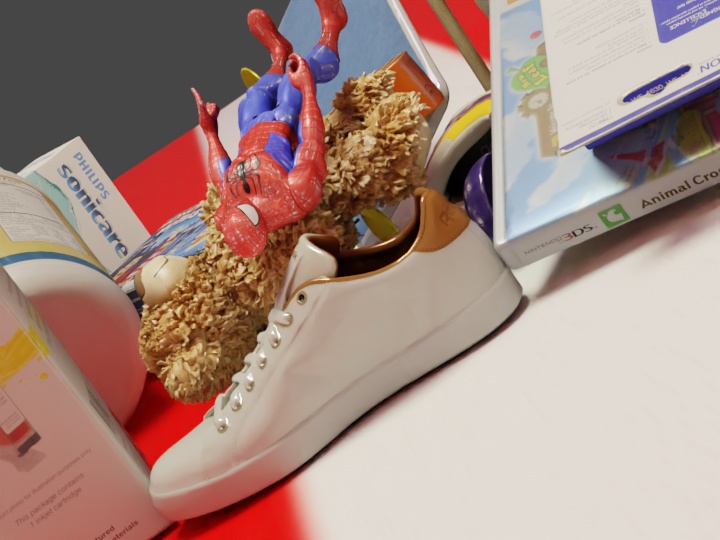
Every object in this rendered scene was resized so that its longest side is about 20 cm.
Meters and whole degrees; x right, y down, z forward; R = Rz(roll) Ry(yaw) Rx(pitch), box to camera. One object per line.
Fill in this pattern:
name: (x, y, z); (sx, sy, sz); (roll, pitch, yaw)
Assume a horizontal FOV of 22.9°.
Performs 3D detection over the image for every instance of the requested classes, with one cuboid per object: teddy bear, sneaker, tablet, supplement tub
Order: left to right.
supplement tub: (-0.230, 0.023, 1.100); (0.144, 0.145, 0.200); (-37, 39, -8)
teddy bear: (-0.044, -0.025, 0.900); (0.200, 0.067, 0.145); (-38, 33, 16)
sneaker: (-0.028, 0.034, 0.826); (0.200, 0.085, 0.073); (-36, 14, 3)
tablet: (-0.004, -0.125, 1.117); (0.130, 0.014, 0.201); (-62, 37, 36)
sneaker: (0.117, -0.087, 0.925); (0.200, 0.075, 0.090); (-38, 10, 28)

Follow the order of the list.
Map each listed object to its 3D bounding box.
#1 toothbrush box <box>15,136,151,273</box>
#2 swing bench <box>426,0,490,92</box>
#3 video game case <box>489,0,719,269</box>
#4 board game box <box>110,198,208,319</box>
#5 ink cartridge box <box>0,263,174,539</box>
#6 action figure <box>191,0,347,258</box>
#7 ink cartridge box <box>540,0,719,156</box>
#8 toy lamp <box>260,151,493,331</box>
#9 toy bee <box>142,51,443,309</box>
toothbrush box: (-0.245, 0.022, 1.282); (0.200, 0.147, 0.085); (-44, 15, -31)
swing bench: (0.117, -0.213, 1.081); (0.199, 0.199, 0.130); (-33, 13, 7)
video game case: (0.143, -0.107, 0.839); (0.181, 0.022, 0.201); (-24, 39, 24)
board game box: (-0.084, -0.015, 1.194); (0.200, 0.062, 0.200); (-22, 17, 46)
ink cartridge box: (-0.189, 0.056, 0.889); (0.083, 0.200, 0.145); (-36, 12, -6)
action figure: (-0.044, -0.073, 0.869); (0.065, 0.052, 0.201); (-22, 36, 21)
ink cartridge box: (0.133, -0.122, 0.813); (0.099, 0.039, 0.201); (-25, 36, 22)
toy lamp: (0.000, 0.000, 0.932); (0.199, 0.058, 0.058); (-28, 14, 32)
toy bee: (-0.042, -0.057, 1.036); (0.199, 0.132, 0.109); (-20, 10, 3)
